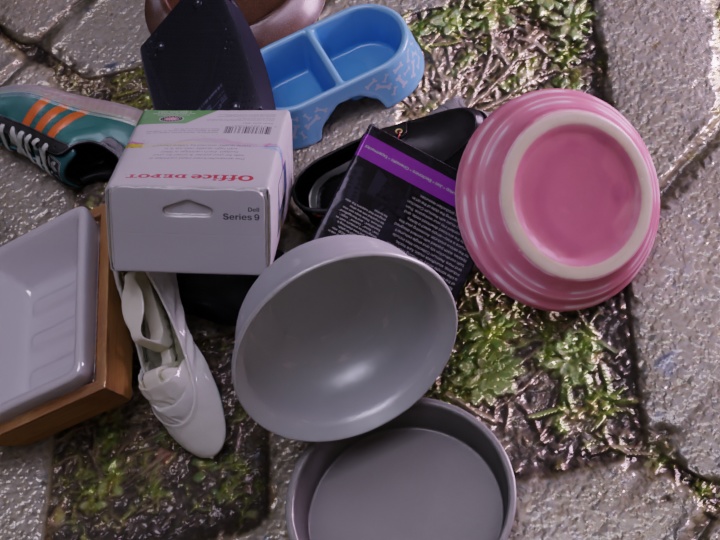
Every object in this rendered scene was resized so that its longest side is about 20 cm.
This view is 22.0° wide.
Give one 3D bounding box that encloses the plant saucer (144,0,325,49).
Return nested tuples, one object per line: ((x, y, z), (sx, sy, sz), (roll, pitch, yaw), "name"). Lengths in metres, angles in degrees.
((-0.135, -0.300, 1.954), (0.198, 0.032, 0.202), (-6, 56, 8), "plant saucer")

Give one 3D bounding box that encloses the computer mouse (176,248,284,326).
((-0.157, 0.002, 1.709), (0.199, 0.053, 0.139), (3, 59, 31), "computer mouse")

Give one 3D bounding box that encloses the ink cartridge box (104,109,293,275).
((-0.141, -0.074, 1.667), (0.144, 0.088, 0.200), (1, 23, 3), "ink cartridge box")

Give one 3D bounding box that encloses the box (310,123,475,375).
((0.025, -0.010, 1.665), (0.142, 0.036, 0.201), (28, 80, -1), "box")

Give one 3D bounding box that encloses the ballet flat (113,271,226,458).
((-0.178, 0.074, 1.647), (0.069, 0.069, 0.202), (-17, 82, -2), "ballet flat")

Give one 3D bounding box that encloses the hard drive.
((-0.150, -0.188, 1.835), (0.135, 0.042, 0.201), (-44, 48, 28), "hard drive")

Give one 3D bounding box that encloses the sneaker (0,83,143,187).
((-0.305, -0.130, 1.846), (0.198, 0.072, 0.080), (8, 55, 14), "sneaker")

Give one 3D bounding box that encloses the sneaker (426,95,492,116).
((0.140, -0.114, 1.750), (0.199, 0.075, 0.082), (30, 68, 27), "sneaker")

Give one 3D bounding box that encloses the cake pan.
((0.036, 0.203, 1.581), (0.198, 0.037, 0.202), (-5, 56, 7), "cake pan")

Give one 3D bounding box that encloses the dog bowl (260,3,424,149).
((-0.033, -0.199, 1.856), (0.199, 0.050, 0.112), (-26, 56, -7), "dog bowl")

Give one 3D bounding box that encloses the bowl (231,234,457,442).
((-0.025, 0.041, 1.571), (0.200, 0.202, 0.091), (-23, 42, -6), "bowl")

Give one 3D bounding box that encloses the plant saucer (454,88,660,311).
((0.184, -0.065, 1.657), (0.199, 0.051, 0.202), (2, 85, -18), "plant saucer")

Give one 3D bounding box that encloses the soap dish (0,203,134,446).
((-0.277, 0.054, 1.684), (0.157, 0.081, 0.201), (-24, 50, 27), "soap dish")

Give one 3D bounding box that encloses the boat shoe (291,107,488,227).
((0.030, -0.098, 1.726), (0.200, 0.063, 0.074), (-25, 62, 20), "boat shoe")
